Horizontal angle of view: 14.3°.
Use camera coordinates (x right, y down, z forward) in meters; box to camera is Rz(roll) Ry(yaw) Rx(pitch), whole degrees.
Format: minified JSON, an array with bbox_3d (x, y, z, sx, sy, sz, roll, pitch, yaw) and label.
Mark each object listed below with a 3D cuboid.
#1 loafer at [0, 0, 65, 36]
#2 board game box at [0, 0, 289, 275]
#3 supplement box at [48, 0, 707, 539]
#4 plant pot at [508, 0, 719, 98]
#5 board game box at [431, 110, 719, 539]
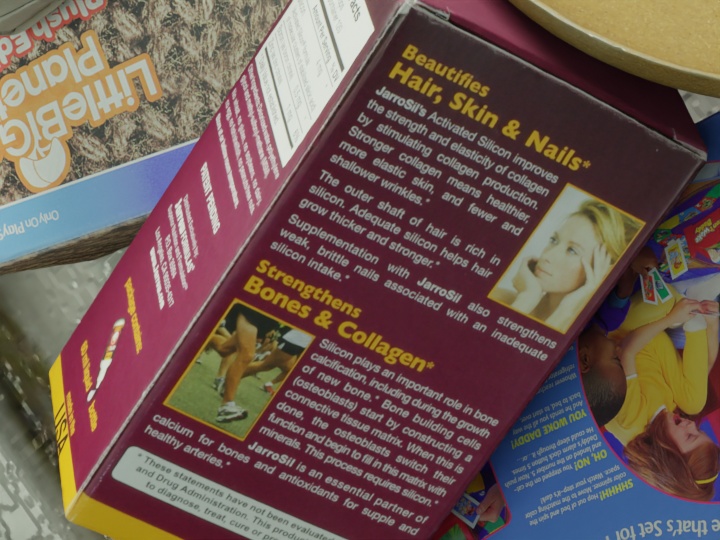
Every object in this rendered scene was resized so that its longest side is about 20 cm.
[{"bbox_3d":[-0.073,-0.145,0.895,0.200,0.070,0.070,-44,77,21],"label":"loafer"},{"bbox_3d":[-0.079,-0.116,0.993,0.159,0.097,0.201,-18,87,25],"label":"board game box"},{"bbox_3d":[0.000,0.000,0.886,0.110,0.086,0.200,25,113,-23],"label":"supplement box"},{"bbox_3d":[0.112,-0.116,0.873,0.200,0.200,0.028,33,141,18],"label":"plant pot"},{"bbox_3d":[0.093,0.038,0.918,0.200,0.045,0.135,-27,68,36],"label":"board game box"}]
